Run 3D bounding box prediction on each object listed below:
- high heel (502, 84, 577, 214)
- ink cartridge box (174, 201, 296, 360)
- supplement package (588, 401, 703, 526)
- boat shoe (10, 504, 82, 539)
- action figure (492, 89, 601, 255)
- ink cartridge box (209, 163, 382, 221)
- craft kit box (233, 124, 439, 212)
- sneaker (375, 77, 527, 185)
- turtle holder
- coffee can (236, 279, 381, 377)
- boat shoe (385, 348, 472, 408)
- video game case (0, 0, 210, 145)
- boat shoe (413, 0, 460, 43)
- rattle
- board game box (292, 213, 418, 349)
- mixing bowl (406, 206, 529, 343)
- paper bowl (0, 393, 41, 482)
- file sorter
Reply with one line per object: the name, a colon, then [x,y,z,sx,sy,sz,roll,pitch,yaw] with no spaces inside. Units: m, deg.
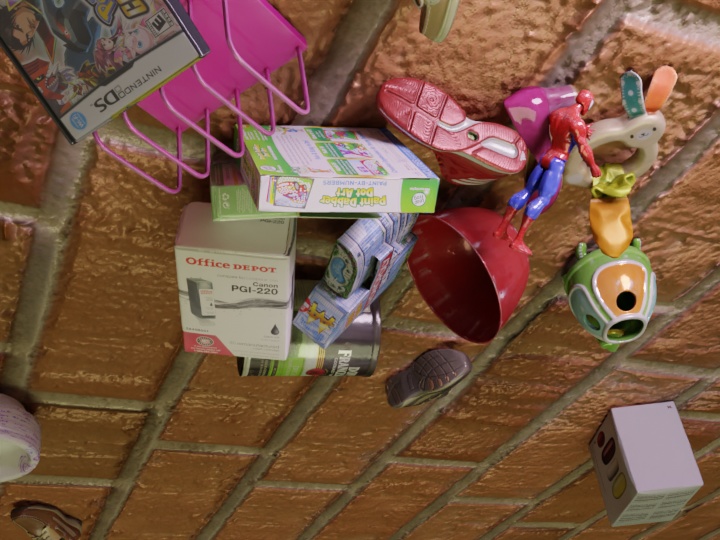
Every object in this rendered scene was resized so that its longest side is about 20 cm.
high heel: [0.209,-0.147,1.130,0.095,0.068,0.202,-11,131,-14]
ink cartridge box: [-0.157,0.018,1.143,0.144,0.085,0.201,5,133,-1]
supplement package: [0.605,0.418,1.908,0.145,0.193,0.201,-5,145,-6]
boat shoe: [-0.687,0.574,1.959,0.075,0.075,0.200,-21,143,17]
action figure: [0.245,-0.115,1.072,0.098,0.065,0.202,13,107,-34]
ink cartridge box: [-0.083,-0.097,1.078,0.197,0.146,0.049,-3,107,-9]
craft kit box: [-0.035,-0.118,1.005,0.195,0.200,0.049,2,113,-17]
sneaker: [0.094,-0.154,1.090,0.198,0.079,0.115,27,158,-11]
turtle holder: [0.386,0.049,1.391,0.139,0.133,0.186,7,142,-21]
coffee can: [-0.082,0.086,1.331,0.197,0.148,0.147,2,144,-13]
boat shoe: [0.131,0.195,1.609,0.073,0.075,0.199,11,151,-42]
video game case: [-0.266,-0.246,0.836,0.179,0.026,0.201,-26,108,24]
boat shoe: [0.071,-0.316,0.863,0.062,0.074,0.202,2,142,-3]
rattle: [0.338,-0.137,1.118,0.129,0.144,0.200,24,144,-12]
board game box: [0.000,0.000,1.179,0.061,0.200,0.201,37,148,9]
mixing bowl: [0.162,-0.013,1.237,0.108,0.200,0.201,-32,153,-24]
paper bowl: [-0.651,0.280,1.523,0.198,0.105,0.202,-5,145,-4]
file sorter: [-0.170,-0.190,0.938,0.199,0.127,0.139,-27,142,25]
